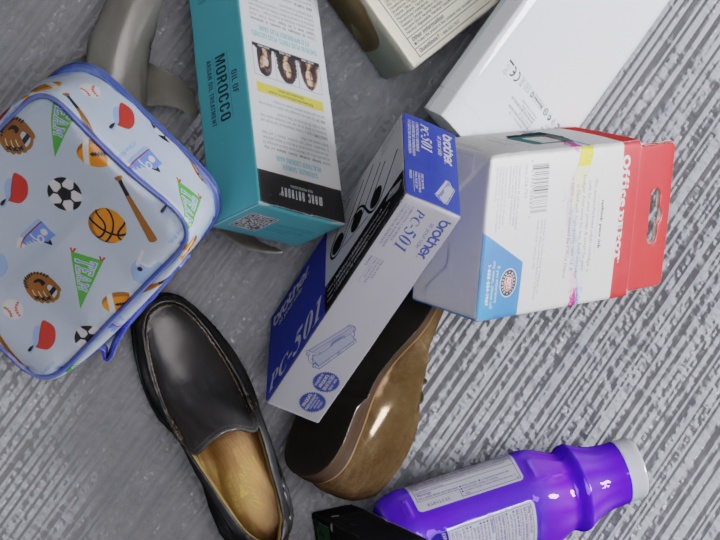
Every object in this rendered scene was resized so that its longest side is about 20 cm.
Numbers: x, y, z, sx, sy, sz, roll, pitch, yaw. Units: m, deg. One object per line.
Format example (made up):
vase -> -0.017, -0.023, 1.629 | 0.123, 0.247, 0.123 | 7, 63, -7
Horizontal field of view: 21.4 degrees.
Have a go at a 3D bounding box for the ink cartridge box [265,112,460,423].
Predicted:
ink cartridge box -> 0.000, 0.000, 1.280 | 0.044, 0.094, 0.200 | 22, 126, -16

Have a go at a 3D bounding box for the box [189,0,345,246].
box -> -0.066, -0.122, 1.290 | 0.082, 0.049, 0.200 | 13, 63, -45

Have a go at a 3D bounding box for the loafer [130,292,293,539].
loafer -> -0.097, 0.106, 1.322 | 0.073, 0.072, 0.200 | -30, 97, -11

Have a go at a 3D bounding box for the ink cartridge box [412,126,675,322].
ink cartridge box -> 0.133, -0.038, 1.348 | 0.200, 0.067, 0.116 | -8, 108, -42

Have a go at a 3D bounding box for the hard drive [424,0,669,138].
hard drive -> 0.138, -0.159, 1.369 | 0.200, 0.027, 0.132 | -54, 138, -8

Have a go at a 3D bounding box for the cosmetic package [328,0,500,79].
cosmetic package -> 0.006, -0.246, 1.344 | 0.105, 0.071, 0.200 | -37, 99, -13

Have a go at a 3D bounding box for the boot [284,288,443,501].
boot -> 0.020, 0.071, 1.368 | 0.075, 0.074, 0.200 | 39, 75, -42

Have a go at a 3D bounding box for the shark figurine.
shark figurine -> -0.146, -0.088, 1.296 | 0.128, 0.090, 0.215 | -26, 102, 1

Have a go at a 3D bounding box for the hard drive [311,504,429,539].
hard drive -> 0.018, 0.240, 1.288 | 0.038, 0.200, 0.140 | -10, 92, -16

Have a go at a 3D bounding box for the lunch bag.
lunch bag -> -0.195, -0.026, 1.250 | 0.160, 0.076, 0.200 | 43, 123, -8

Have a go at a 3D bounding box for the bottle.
bottle -> 0.109, 0.171, 1.372 | 0.200, 0.065, 0.084 | -17, 138, -13
